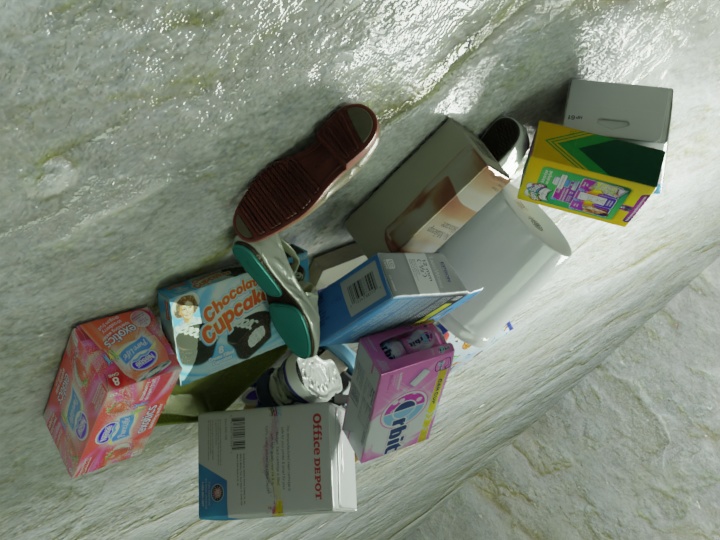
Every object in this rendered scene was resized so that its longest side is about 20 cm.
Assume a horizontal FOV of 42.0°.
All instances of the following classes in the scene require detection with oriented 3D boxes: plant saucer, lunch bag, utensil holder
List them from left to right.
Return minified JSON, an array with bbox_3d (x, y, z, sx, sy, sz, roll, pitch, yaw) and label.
[{"bbox_3d":[-0.210,0.134,1.292,0.200,0.048,0.199,-44,157,19],"label":"plant saucer"},{"bbox_3d":[0.175,0.094,1.684,0.169,0.125,0.200,-37,166,6],"label":"lunch bag"},{"bbox_3d":[0.206,-0.009,1.457,0.200,0.171,0.169,-46,156,23],"label":"utensil holder"}]

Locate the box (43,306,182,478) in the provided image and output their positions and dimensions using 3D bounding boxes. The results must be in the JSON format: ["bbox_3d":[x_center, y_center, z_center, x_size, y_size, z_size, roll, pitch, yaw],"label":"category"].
[{"bbox_3d":[-0.301,0.148,1.123,0.101,0.095,0.201,-14,150,-40],"label":"box"}]

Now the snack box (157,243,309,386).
[{"bbox_3d":[-0.150,0.052,1.157,0.198,0.037,0.118,-21,120,-33],"label":"snack box"}]

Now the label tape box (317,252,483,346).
[{"bbox_3d":[0.046,0.035,1.217,0.143,0.067,0.198,-34,161,36],"label":"label tape box"}]

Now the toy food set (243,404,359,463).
[{"bbox_3d":[-0.085,0.265,1.554,0.197,0.198,0.049,1,113,-55],"label":"toy food set"}]

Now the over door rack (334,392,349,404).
[{"bbox_3d":[0.029,0.113,1.388,0.065,0.151,0.199,4,-176,22],"label":"over door rack"}]

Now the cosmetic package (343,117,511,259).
[{"bbox_3d":[0.088,-0.090,1.228,0.200,0.088,0.103,-43,158,18],"label":"cosmetic package"}]

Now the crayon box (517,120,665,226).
[{"bbox_3d":[0.317,-0.133,1.322,0.200,0.169,0.059,74,33,-77],"label":"crayon box"}]

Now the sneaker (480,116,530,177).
[{"bbox_3d":[0.162,-0.118,1.299,0.200,0.073,0.084,-44,154,15],"label":"sneaker"}]

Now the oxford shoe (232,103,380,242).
[{"bbox_3d":[-0.052,-0.096,1.038,0.199,0.071,0.075,-37,164,6],"label":"oxford shoe"}]

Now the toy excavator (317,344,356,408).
[{"bbox_3d":[-0.030,0.177,1.594,0.199,0.099,0.196,-36,157,-43],"label":"toy excavator"}]

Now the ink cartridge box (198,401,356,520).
[{"bbox_3d":[-0.116,0.278,1.353,0.196,0.150,0.146,-6,164,12],"label":"ink cartridge box"}]

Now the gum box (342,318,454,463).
[{"bbox_3d":[0.049,0.160,1.265,0.112,0.066,0.202,-15,138,-25],"label":"gum box"}]

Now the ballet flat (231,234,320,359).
[{"bbox_3d":[-0.087,0.020,1.134,0.069,0.070,0.202,-32,125,-7],"label":"ballet flat"}]

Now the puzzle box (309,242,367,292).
[{"bbox_3d":[0.000,0.000,1.363,0.198,0.026,0.134,-21,154,-33],"label":"puzzle box"}]

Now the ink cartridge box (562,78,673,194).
[{"bbox_3d":[0.370,-0.190,1.350,0.200,0.142,0.086,44,57,-69],"label":"ink cartridge box"}]

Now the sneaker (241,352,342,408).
[{"bbox_3d":[-0.118,0.178,1.388,0.144,0.082,0.200,-21,169,12],"label":"sneaker"}]
